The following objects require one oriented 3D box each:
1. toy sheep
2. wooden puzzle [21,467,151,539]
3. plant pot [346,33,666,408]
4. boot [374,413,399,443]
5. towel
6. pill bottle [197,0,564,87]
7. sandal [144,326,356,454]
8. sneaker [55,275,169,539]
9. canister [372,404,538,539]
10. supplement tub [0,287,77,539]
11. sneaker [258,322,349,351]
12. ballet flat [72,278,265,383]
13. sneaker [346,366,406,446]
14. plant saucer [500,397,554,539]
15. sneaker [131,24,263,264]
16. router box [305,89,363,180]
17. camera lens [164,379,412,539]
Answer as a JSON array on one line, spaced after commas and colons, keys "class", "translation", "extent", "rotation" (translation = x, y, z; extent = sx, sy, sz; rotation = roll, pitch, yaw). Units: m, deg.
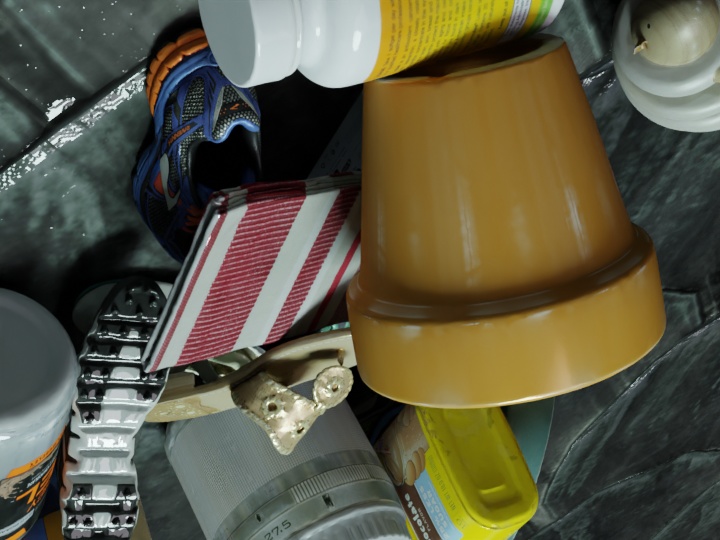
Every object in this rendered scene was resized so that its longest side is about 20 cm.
[{"class": "toy sheep", "translation": [0.253, -0.163, 1.026], "extent": [0.137, 0.139, 0.200], "rotation": [-39, 156, 13]}, {"class": "wooden puzzle", "translation": [-0.264, 0.207, 1.054], "extent": [0.198, 0.186, 0.047], "rotation": [-29, 126, -3]}, {"class": "plant pot", "translation": [0.078, -0.041, 0.856], "extent": [0.198, 0.200, 0.186], "rotation": [-19, 109, -23]}, {"class": "boot", "translation": [0.081, 0.144, 1.390], "extent": [0.200, 0.073, 0.155], "rotation": [-44, 150, 3]}, {"class": "towel", "translation": [-0.047, -0.005, 0.925], "extent": [0.198, 0.023, 0.145], "rotation": [-13, 140, -45]}, {"class": "pill bottle", "translation": [0.011, -0.169, 0.795], "extent": [0.198, 0.112, 0.112], "rotation": [-19, 149, -24]}, {"class": "sandal", "translation": [-0.066, 0.100, 0.998], "extent": [0.209, 0.071, 0.078], "rotation": [-15, 158, 20]}, {"class": "sneaker", "translation": [-0.183, 0.095, 0.985], "extent": [0.066, 0.090, 0.203], "rotation": [6, 104, -26]}, {"class": "canister", "translation": [0.062, 0.195, 1.203], "extent": [0.086, 0.150, 0.201], "rotation": [-11, 153, -29]}, {"class": "supplement tub", "translation": [-0.267, 0.116, 0.951], "extent": [0.121, 0.123, 0.201], "rotation": [-12, 147, -32]}, {"class": "sneaker", "translation": [-0.044, 0.043, 1.057], "extent": [0.198, 0.088, 0.075], "rotation": [18, 124, -42]}, {"class": "ballet flat", "translation": [-0.131, 0.055, 1.050], "extent": [0.069, 0.070, 0.199], "rotation": [-42, 150, 18]}, {"class": "sneaker", "translation": [-0.009, 0.123, 1.291], "extent": [0.082, 0.071, 0.200], "rotation": [23, 124, -33]}, {"class": "plant saucer", "translation": [0.128, 0.165, 1.276], "extent": [0.035, 0.202, 0.201], "rotation": [17, 138, -4]}, {"class": "sneaker", "translation": [-0.100, -0.060, 0.888], "extent": [0.074, 0.079, 0.201], "rotation": [-20, 149, -19]}, {"class": "router box", "translation": [0.047, -0.069, 1.030], "extent": [0.178, 0.049, 0.201], "rotation": [3, 129, -47]}, {"class": "camera lens", "translation": [-0.063, 0.180, 1.168], "extent": [0.158, 0.201, 0.161], "rotation": [-24, 151, -14]}]
